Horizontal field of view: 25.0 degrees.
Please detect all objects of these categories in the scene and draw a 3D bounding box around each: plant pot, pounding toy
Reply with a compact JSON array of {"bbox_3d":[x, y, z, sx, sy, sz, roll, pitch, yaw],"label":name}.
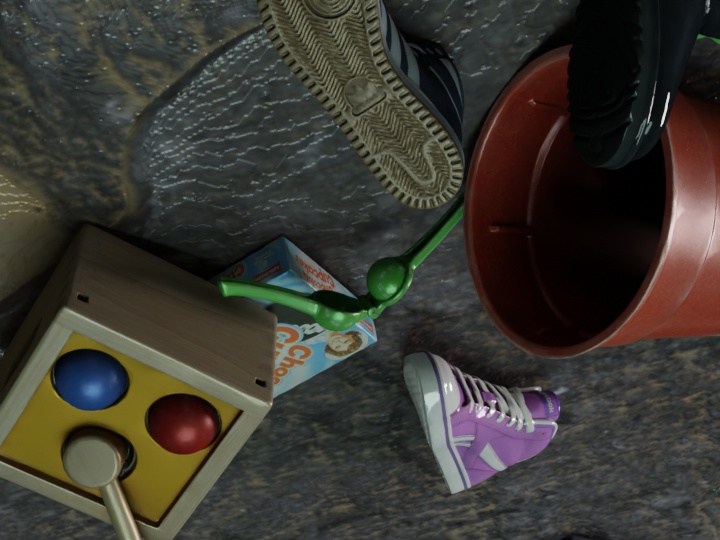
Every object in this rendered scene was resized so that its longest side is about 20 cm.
[{"bbox_3d":[0.206,-0.037,1.087,0.195,0.201,0.201,6,138,-35],"label":"plant pot"},{"bbox_3d":[-0.163,0.115,1.128,0.184,0.142,0.200,27,120,-17],"label":"pounding toy"}]

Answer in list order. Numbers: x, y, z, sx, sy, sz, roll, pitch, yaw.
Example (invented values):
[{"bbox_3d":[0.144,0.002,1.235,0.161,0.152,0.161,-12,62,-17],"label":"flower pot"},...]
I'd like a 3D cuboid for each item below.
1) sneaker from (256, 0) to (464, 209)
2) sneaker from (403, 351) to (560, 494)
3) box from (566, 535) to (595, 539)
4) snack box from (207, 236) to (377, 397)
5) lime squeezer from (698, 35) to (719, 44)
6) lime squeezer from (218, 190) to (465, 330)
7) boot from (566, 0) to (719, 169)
[{"bbox_3d":[0.002,-0.140,0.995,0.070,0.109,0.200,-26,109,18],"label":"sneaker"},{"bbox_3d":[0.101,0.106,1.316,0.114,0.073,0.201,-21,151,2],"label":"sneaker"},{"bbox_3d":[0.246,0.370,1.642,0.200,0.104,0.182,16,134,-32],"label":"box"},{"bbox_3d":[-0.102,0.060,1.218,0.200,0.037,0.116,-30,137,19],"label":"snack box"},{"bbox_3d":[0.261,-0.152,1.071,0.199,0.038,0.071,-1,139,-17],"label":"lime squeezer"},{"bbox_3d":[0.000,0.000,1.138,0.200,0.038,0.071,-21,107,-13],"label":"lime squeezer"},{"bbox_3d":[0.211,-0.146,0.952,0.168,0.201,0.076,10,166,-23],"label":"boot"}]
